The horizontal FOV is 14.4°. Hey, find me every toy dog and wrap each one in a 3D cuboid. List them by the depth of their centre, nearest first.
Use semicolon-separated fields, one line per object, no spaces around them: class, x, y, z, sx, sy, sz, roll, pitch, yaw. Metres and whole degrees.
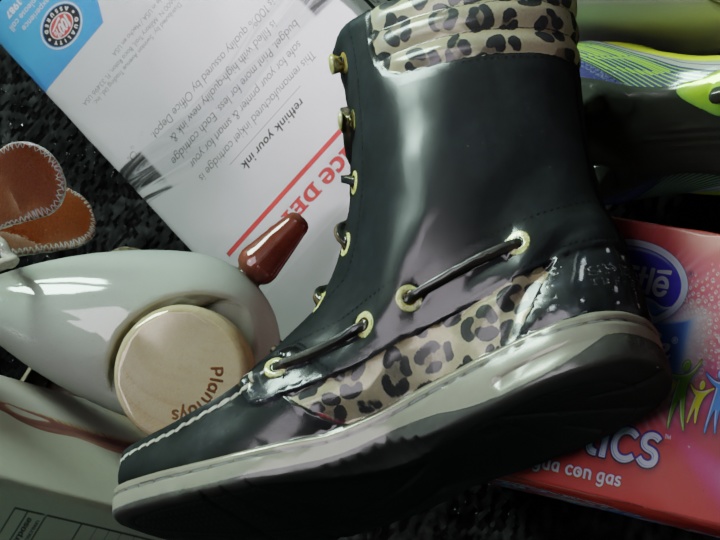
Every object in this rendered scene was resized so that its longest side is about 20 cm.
toy dog;-0.099;-0.007;1.045;0.097;0.199;0.132;-62;12;-5

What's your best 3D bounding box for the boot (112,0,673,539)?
boot;0.002;0.000;0.955;0.203;0.073;0.155;-21;63;27

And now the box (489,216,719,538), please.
box;0.107;0.038;0.971;0.199;0.099;0.096;10;84;39

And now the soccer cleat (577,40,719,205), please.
soccer cleat;0.136;-0.055;1.000;0.199;0.084;0.065;2;113;23

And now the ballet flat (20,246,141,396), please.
ballet flat;-0.133;0.081;1.161;0.067;0.046;0.201;24;84;32

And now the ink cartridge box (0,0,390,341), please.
ink cartridge box;-0.033;-0.066;1.103;0.200;0.068;0.116;47;109;10

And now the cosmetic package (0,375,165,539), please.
cosmetic package;-0.113;0.107;1.053;0.104;0.200;0.087;-54;51;11

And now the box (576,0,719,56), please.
box;0.122;-0.181;1.037;0.095;0.078;0.201;1;78;37
